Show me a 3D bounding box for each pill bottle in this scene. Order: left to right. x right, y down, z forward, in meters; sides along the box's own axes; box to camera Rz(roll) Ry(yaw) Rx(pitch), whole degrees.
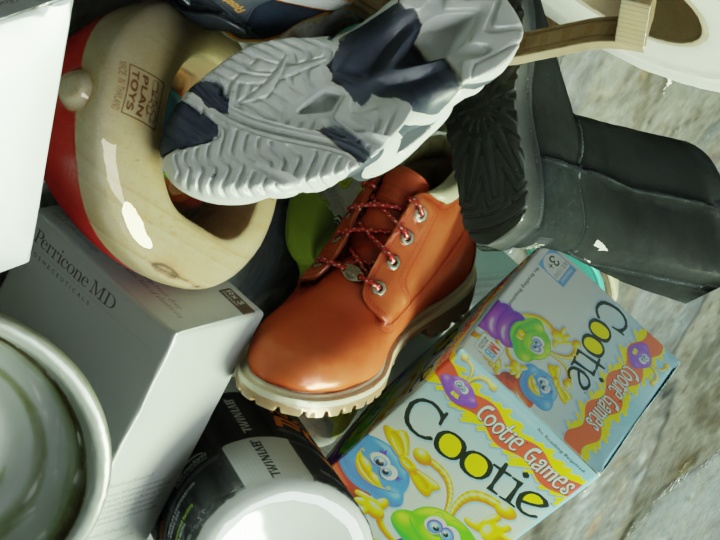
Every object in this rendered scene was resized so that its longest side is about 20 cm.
[{"bbox_3d":[-0.068,0.124,1.629,0.106,0.200,0.107,-6,111,-15],"label":"pill bottle"}]

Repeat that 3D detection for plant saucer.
[{"bbox_3d":[-0.225,0.087,1.481,0.199,0.050,0.201,-4,122,-6],"label":"plant saucer"}]

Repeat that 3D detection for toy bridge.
[{"bbox_3d":[0.050,-0.138,1.504,0.067,0.199,0.027,94,10,-47],"label":"toy bridge"}]

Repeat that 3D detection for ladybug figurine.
[{"bbox_3d":[-0.105,-0.063,1.459,0.200,0.072,0.136,39,58,-62],"label":"ladybug figurine"}]

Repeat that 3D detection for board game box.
[{"bbox_3d":[0.068,0.090,1.654,0.105,0.103,0.200,-49,-177,-40],"label":"board game box"}]

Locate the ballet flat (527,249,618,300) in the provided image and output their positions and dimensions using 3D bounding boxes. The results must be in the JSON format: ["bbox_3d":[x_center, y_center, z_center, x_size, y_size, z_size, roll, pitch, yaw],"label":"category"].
[{"bbox_3d":[0.130,-0.038,1.832,0.069,0.069,0.200,-44,150,-4],"label":"ballet flat"}]

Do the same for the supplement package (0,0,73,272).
[{"bbox_3d":[-0.243,-0.061,1.273,0.200,0.111,0.156,-22,142,-36],"label":"supplement package"}]

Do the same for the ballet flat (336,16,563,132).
[{"bbox_3d":[0.065,-0.111,1.643,0.200,0.072,0.068,-14,151,-45],"label":"ballet flat"}]

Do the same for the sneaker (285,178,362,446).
[{"bbox_3d":[0.006,0.014,1.717,0.105,0.076,0.200,-25,143,-34],"label":"sneaker"}]

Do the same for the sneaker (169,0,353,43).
[{"bbox_3d":[-0.071,-0.153,1.405,0.200,0.079,0.079,6,136,-39],"label":"sneaker"}]

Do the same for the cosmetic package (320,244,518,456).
[{"bbox_3d":[0.025,0.078,1.823,0.102,0.074,0.200,-6,132,-50],"label":"cosmetic package"}]

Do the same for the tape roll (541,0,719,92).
[{"bbox_3d":[0.150,-0.174,1.542,0.071,0.202,0.202,-59,152,-12],"label":"tape roll"}]

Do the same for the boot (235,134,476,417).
[{"bbox_3d":[0.000,0.000,1.566,0.200,0.075,0.108,-42,148,-49],"label":"boot"}]

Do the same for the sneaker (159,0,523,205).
[{"bbox_3d":[-0.022,-0.072,1.463,0.199,0.080,0.130,-35,173,-27],"label":"sneaker"}]

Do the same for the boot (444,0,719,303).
[{"bbox_3d":[0.129,-0.076,1.615,0.066,0.165,0.200,-13,164,42],"label":"boot"}]

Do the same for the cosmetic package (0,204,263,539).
[{"bbox_3d":[-0.147,0.072,1.548,0.081,0.113,0.200,-15,137,-53],"label":"cosmetic package"}]
